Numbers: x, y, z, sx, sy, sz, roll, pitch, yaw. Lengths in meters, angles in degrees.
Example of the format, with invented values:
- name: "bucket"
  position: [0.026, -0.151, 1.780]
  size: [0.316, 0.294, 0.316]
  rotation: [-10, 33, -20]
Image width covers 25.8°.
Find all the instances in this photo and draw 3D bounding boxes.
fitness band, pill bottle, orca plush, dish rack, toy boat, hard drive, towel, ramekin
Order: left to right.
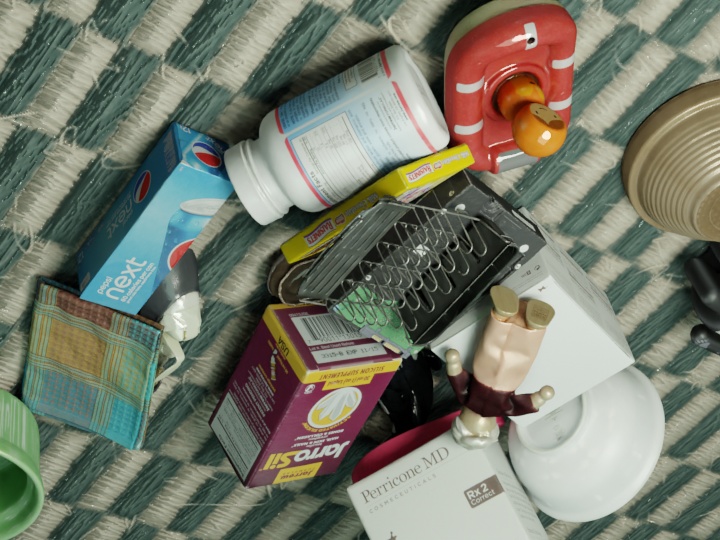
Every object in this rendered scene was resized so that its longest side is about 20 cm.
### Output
- name: "ramekin"
  position: [-0.443, 0.207, 1.710]
  size: [0.200, 0.098, 0.200]
  rotation: [-3, 136, -3]
- name: "towel"
  position: [-0.288, 0.104, 1.672]
  size: [0.146, 0.022, 0.200]
  rotation: [21, 134, 4]
- name: "pill bottle"
  position: [-0.025, -0.124, 1.499]
  size: [0.200, 0.109, 0.109]
  rotation: [-26, 136, 12]
- name: "orca plush"
  position: [0.045, 0.159, 1.832]
  size: [0.105, 0.071, 0.200]
  rotation: [-2, 135, -14]
- name: "dish rack"
  position: [0.041, -0.001, 1.505]
  size: [0.200, 0.055, 0.153]
  rotation: [10, 129, -49]
- name: "fitness band"
  position: [0.080, 0.214, 1.869]
  size: [0.200, 0.037, 0.144]
  rotation: [-20, 162, -22]
- name: "hard drive"
  position: [0.074, -0.004, 1.607]
  size: [0.200, 0.038, 0.140]
  rotation: [-42, 133, 17]
- name: "toy boat"
  position: [0.154, -0.160, 1.488]
  size: [0.130, 0.131, 0.200]
  rotation: [-17, 138, -12]

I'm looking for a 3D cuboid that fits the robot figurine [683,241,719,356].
- name: "robot figurine"
  position: [0.457, 0.029, 1.785]
  size: [0.200, 0.125, 0.150]
  rotation: [26, 158, -35]

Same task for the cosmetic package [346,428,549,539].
- name: "cosmetic package"
  position: [0.114, 0.303, 1.786]
  size: [0.165, 0.200, 0.165]
  rotation: [-31, 161, 7]

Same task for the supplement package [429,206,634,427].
- name: "supplement package"
  position: [0.179, 0.056, 1.739]
  size: [0.156, 0.111, 0.200]
  rotation: [-33, 133, 17]

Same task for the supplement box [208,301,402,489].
- name: "supplement box"
  position: [-0.064, 0.134, 1.733]
  size: [0.131, 0.103, 0.200]
  rotation: [-7, 140, -36]

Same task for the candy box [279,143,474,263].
- name: "candy box"
  position: [0.014, -0.065, 1.545]
  size: [0.102, 0.026, 0.200]
  rotation: [-27, 177, -43]

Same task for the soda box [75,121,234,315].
- name: "soda box"
  position: [-0.205, -0.049, 1.557]
  size: [0.068, 0.064, 0.200]
  rotation: [20, 127, -32]

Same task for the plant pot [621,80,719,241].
- name: "plant pot"
  position: [0.384, -0.096, 1.656]
  size: [0.200, 0.093, 0.201]
  rotation: [-7, 136, -7]

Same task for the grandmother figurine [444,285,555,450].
- name: "grandmother figurine"
  position: [0.145, 0.114, 1.657]
  size: [0.121, 0.061, 0.200]
  rotation: [27, 127, 9]

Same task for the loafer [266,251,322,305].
- name: "loafer"
  position: [0.000, 0.000, 1.658]
  size: [0.200, 0.071, 0.073]
  rotation: [-14, 136, -2]

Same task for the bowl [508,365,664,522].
- name: "bowl"
  position: [0.243, 0.181, 1.817]
  size: [0.201, 0.201, 0.090]
  rotation: [-37, 134, 21]

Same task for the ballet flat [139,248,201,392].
- name: "ballet flat"
  position: [-0.204, 0.061, 1.660]
  size: [0.073, 0.073, 0.200]
  rotation: [11, 132, -25]
